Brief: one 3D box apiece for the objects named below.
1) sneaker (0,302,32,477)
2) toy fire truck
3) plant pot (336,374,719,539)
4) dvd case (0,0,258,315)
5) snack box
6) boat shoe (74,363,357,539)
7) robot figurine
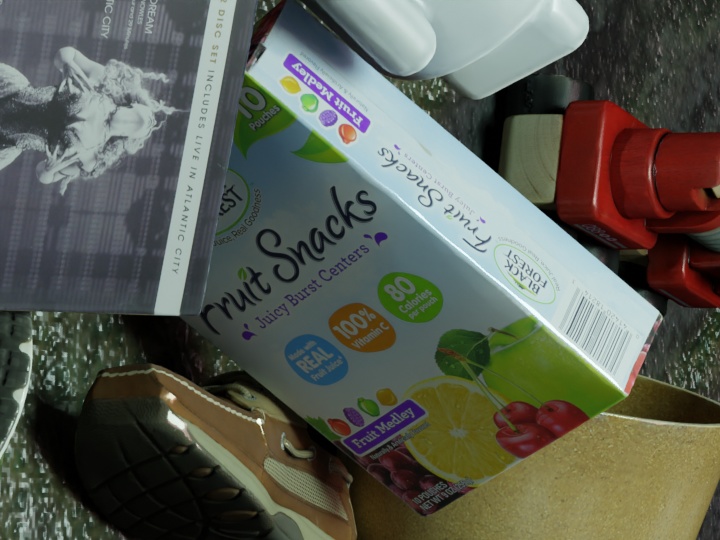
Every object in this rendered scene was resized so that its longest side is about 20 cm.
[{"bbox_3d":[-0.162,0.091,1.064,0.089,0.076,0.201,97,2,-72],"label":"sneaker"},{"bbox_3d":[0.189,-0.053,1.509,0.176,0.199,0.129,26,68,-56],"label":"toy fire truck"},{"bbox_3d":[0.065,0.143,1.343,0.186,0.186,0.201,1,102,-59],"label":"plant pot"},{"bbox_3d":[-0.132,-0.059,1.018,0.199,0.016,0.150,2,106,-32],"label":"dvd case"},{"bbox_3d":[0.000,0.000,1.164,0.200,0.142,0.053,40,47,-13],"label":"snack box"},{"bbox_3d":[-0.058,0.080,1.224,0.200,0.075,0.074,51,41,-56],"label":"boat shoe"},{"bbox_3d":[0.008,-0.153,1.122,0.200,0.113,0.170,40,35,-32],"label":"robot figurine"}]
